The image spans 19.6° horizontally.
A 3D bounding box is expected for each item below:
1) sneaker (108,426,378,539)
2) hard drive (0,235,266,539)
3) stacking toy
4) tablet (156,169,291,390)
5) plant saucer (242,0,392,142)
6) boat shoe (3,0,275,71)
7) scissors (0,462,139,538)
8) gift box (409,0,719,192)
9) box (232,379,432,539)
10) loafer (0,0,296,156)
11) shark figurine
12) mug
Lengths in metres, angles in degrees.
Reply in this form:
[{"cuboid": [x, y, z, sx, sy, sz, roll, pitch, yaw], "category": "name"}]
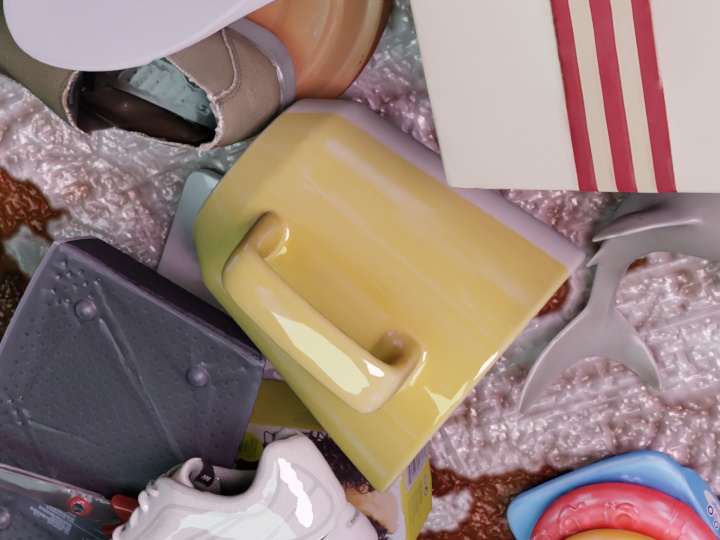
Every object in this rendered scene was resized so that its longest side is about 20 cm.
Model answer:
[{"cuboid": [-0.092, 0.137, 1.009, 0.199, 0.075, 0.082, -23, 104, 16], "category": "sneaker"}, {"cuboid": [-0.129, 0.084, 1.068, 0.134, 0.042, 0.201, 29, 123, 5], "category": "hard drive"}, {"cuboid": [0.114, 0.186, 1.005, 0.109, 0.200, 0.117, -23, 106, 30], "category": "stacking toy"}, {"cuboid": [-0.061, 0.052, 1.117, 0.129, 0.014, 0.201, 26, 124, 7], "category": "tablet"}, {"cuboid": [-0.081, -0.154, 1.004, 0.199, 0.032, 0.202, 10, 121, 17], "category": "plant saucer"}, {"cuboid": [-0.062, -0.139, 0.930, 0.198, 0.057, 0.069, -17, 93, 16], "category": "boat shoe"}, {"cuboid": [-0.127, 0.116, 1.049, 0.199, 0.014, 0.073, 32, 123, -5], "category": "scissors"}, {"cuboid": [0.127, -0.155, 0.836, 0.198, 0.185, 0.188, -2, 125, 19], "category": "gift box"}, {"cuboid": [-0.064, 0.097, 1.105, 0.198, 0.050, 0.076, 4, 117, 20], "category": "box"}, {"cuboid": [-0.130, -0.109, 0.987, 0.198, 0.070, 0.076, 18, 122, 12], "category": "loafer"}, {"cuboid": [0.132, -0.009, 0.948, 0.214, 0.089, 0.129, -25, 82, 57], "category": "shark figurine"}, {"cuboid": [0.005, -0.005, 0.972, 0.153, 0.150, 0.187, 42, 167, 5], "category": "mug"}]
